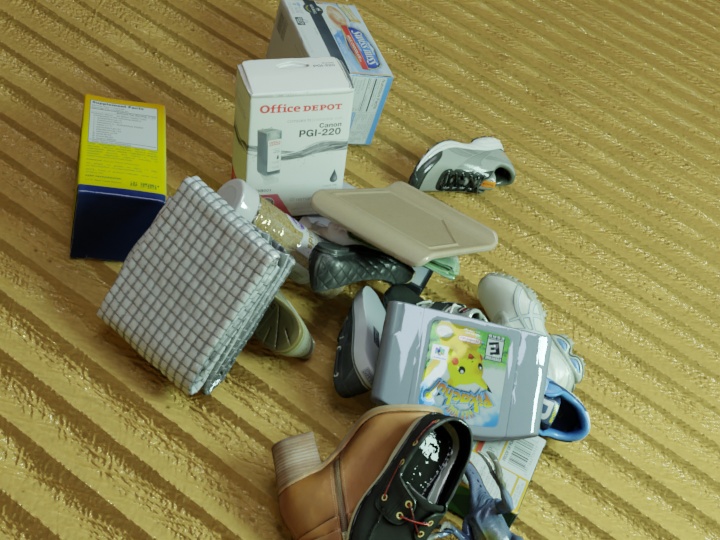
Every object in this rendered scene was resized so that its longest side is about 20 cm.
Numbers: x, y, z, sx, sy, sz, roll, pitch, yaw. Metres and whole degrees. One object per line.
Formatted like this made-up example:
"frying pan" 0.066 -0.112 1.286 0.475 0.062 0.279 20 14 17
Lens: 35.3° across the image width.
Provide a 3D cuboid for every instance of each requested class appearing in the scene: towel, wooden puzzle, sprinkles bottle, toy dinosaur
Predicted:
"towel" -0.184 0.016 1.287 0.165 0.201 0.085 37 8 22
"wooden puzzle" 0.057 -0.057 1.444 0.184 0.038 0.199 30 25 28
"sprinkles bottle" -0.098 -0.035 1.400 0.199 0.068 0.069 36 27 -37
"towel" 0.062 -0.046 1.504 0.150 0.024 0.200 21 18 0
"toy dinosaur" 0.125 0.283 1.191 0.104 0.202 0.183 -22 35 7

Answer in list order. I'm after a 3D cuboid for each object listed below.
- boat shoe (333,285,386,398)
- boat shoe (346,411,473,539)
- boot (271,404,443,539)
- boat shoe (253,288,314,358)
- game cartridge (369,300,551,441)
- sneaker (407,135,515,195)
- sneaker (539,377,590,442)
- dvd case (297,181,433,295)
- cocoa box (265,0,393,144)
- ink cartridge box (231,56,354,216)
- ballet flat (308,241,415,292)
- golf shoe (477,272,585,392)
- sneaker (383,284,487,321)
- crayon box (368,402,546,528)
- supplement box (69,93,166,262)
"boat shoe" -0.002 0.085 1.381 0.069 0.056 0.201 54 17 -20
"boat shoe" 0.047 0.233 1.132 0.073 0.063 0.203 37 68 -16
"boot" 0.013 0.234 1.184 0.197 0.074 0.157 -18 64 -4
"boat shoe" -0.131 0.033 1.394 0.200 0.073 0.063 41 1 29
"game cartridge" 0.114 0.120 1.283 0.196 0.040 0.136 12 77 -4
"sneaker" 0.156 -0.150 1.705 0.198 0.074 0.080 -15 56 -35
"sneaker" 0.191 0.145 1.336 0.198 0.075 0.082 25 5 -19
"dvd case" 0.019 -0.051 1.577 0.198 0.018 0.143 27 40 7
"cocoa box" -0.052 -0.306 1.741 0.129 0.135 0.202 -1 45 -25
"ink cartridge box" -0.093 -0.175 1.510 0.143 0.202 0.085 -6 40 -17
"ballet flat" 0.000 0.000 1.419 0.066 0.058 0.199 24 11 37
"golf shoe" 0.199 0.084 1.462 0.096 0.079 0.201 -18 52 -29
"sneaker" 0.115 0.067 1.427 0.200 0.089 0.074 41 37 23
"crayon box" 0.102 0.204 1.302 0.198 0.052 0.126 28 41 8
"supplement box" -0.308 -0.117 1.444 0.107 0.110 0.202 7 42 -16
